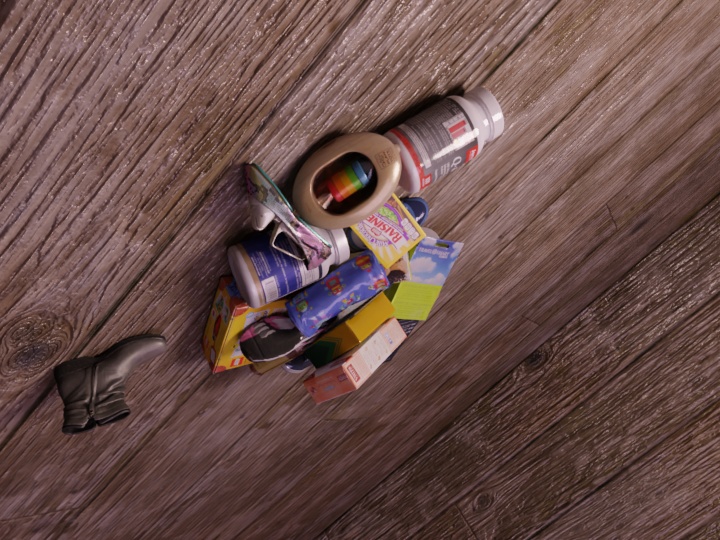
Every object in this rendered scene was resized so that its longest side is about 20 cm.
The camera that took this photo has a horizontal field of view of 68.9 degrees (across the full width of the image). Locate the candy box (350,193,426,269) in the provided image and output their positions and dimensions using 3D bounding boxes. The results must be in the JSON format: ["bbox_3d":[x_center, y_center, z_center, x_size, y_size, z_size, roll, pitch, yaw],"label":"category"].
[{"bbox_3d":[0.025,-0.105,0.957,0.102,0.026,0.200,-38,114,9],"label":"candy box"}]

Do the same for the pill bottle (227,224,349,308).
[{"bbox_3d":[-0.125,-0.023,0.933,0.198,0.116,0.117,-24,148,-20],"label":"pill bottle"}]

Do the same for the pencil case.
[{"bbox_3d":[-0.040,0.043,0.965,0.198,0.079,0.087,-32,153,-4],"label":"pencil case"}]

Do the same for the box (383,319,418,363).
[{"bbox_3d":[0.045,0.153,1.363,0.146,0.105,0.201,-9,141,-44],"label":"box"}]

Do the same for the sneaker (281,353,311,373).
[{"bbox_3d":[-0.096,0.176,1.267,0.146,0.078,0.201,-39,162,28],"label":"sneaker"}]

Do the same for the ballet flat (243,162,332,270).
[{"bbox_3d":[-0.125,-0.074,0.828,0.071,0.069,0.200,-48,118,-11],"label":"ballet flat"}]

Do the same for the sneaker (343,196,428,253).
[{"bbox_3d":[0.060,-0.092,1.047,0.198,0.075,0.082,-27,-178,-19],"label":"sneaker"}]

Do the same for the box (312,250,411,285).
[{"bbox_3d":[0.000,0.000,1.044,0.196,0.077,0.050,-11,178,9],"label":"box"}]

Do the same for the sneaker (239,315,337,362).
[{"bbox_3d":[-0.136,0.130,1.023,0.197,0.081,0.087,-19,157,-21],"label":"sneaker"}]

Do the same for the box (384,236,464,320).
[{"bbox_3d":[0.126,0.012,1.115,0.120,0.048,0.202,6,119,-33],"label":"box"}]

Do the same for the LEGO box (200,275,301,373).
[{"bbox_3d":[-0.219,0.100,1.046,0.147,0.078,0.201,-9,141,-39],"label":"LEGO box"}]

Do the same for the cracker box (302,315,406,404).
[{"bbox_3d":[-0.009,0.181,1.073,0.133,0.058,0.199,-31,-176,41],"label":"cracker box"}]

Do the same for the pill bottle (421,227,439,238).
[{"bbox_3d":[0.140,-0.008,1.234,0.111,0.113,0.201,-28,148,-13],"label":"pill bottle"}]

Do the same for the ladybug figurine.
[{"bbox_3d":[-0.020,-0.150,0.871,0.198,0.137,0.072,-27,-170,9],"label":"ladybug figurine"}]

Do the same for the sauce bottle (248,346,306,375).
[{"bbox_3d":[-0.163,0.169,1.165,0.198,0.067,0.066,-29,154,23],"label":"sauce bottle"}]

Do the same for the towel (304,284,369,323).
[{"bbox_3d":[-0.027,0.071,1.157,0.168,0.049,0.202,-15,133,-3],"label":"towel"}]

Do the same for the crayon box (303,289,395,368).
[{"bbox_3d":[-0.016,0.113,1.039,0.125,0.052,0.200,-37,178,-44],"label":"crayon box"}]

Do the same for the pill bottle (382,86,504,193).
[{"bbox_3d":[0.144,-0.232,0.920,0.198,0.116,0.116,-31,150,-8],"label":"pill bottle"}]

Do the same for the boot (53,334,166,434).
[{"bbox_3d":[-0.424,0.202,0.922,0.197,0.131,0.068,-20,148,-25],"label":"boot"}]
